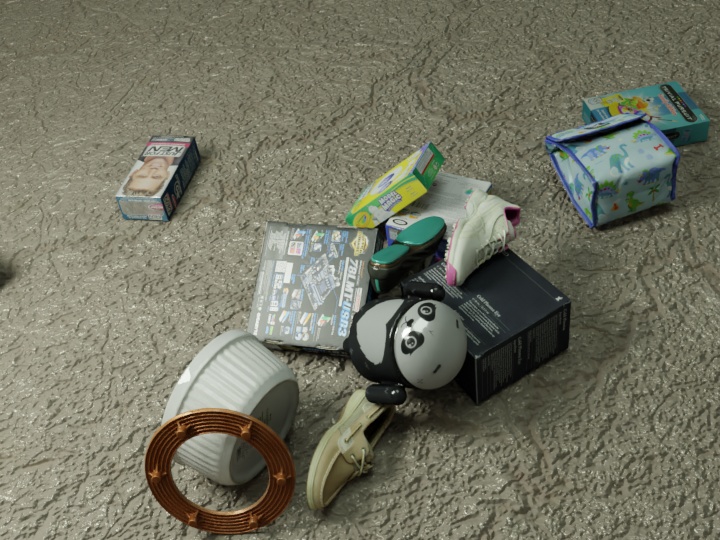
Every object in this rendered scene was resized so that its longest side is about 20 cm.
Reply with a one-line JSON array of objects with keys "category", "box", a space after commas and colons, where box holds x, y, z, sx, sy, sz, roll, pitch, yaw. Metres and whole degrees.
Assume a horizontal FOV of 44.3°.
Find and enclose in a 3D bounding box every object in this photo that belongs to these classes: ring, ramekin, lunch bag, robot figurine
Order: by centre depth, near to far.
[{"category": "ring", "box": [-0.180, 0.263, 1.127, 0.195, 0.205, 0.019, -5, 28, 4]}, {"category": "ramekin", "box": [-0.169, 0.194, 1.210, 0.104, 0.203, 0.200, 27, 52, 21]}, {"category": "robot figurine", "box": [0.059, 0.101, 1.250, 0.123, 0.154, 0.198, -14, 8, -37]}, {"category": "lunch bag", "box": [0.440, -0.198, 1.564, 0.166, 0.129, 0.202, -16, 42, -5]}]

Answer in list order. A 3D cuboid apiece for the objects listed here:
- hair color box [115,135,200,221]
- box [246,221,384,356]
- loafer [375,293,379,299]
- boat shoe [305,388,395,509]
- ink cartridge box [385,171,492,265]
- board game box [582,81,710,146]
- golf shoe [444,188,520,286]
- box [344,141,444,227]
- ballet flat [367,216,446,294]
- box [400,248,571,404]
[{"category": "hair color box", "box": [-0.398, -0.186, 1.756, 0.097, 0.061, 0.202, 2, 44, 13]}, {"category": "box", "box": [-0.072, 0.028, 1.403, 0.194, 0.050, 0.205, 4, 74, 18]}, {"category": "loafer", "box": [0.000, 0.000, 1.482, 0.062, 0.073, 0.201, -16, 40, -14]}, {"category": "boat shoe", "box": [-0.012, 0.246, 1.216, 0.064, 0.073, 0.201, 12, 40, 23]}, {"category": "ink cartridge box", "box": [0.132, -0.080, 1.538, 0.134, 0.078, 0.201, 15, 46, 25]}, {"category": "board game box", "box": [0.551, -0.295, 1.723, 0.195, 0.048, 0.153, -12, 42, -3]}, {"category": "golf shoe", "box": [0.186, -0.049, 1.345, 0.090, 0.076, 0.202, 13, 47, 18]}, {"category": "box", "box": [0.051, -0.136, 1.552, 0.199, 0.048, 0.118, -35, 16, 38]}, {"category": "ballet flat", "box": [0.073, -0.021, 1.407, 0.067, 0.070, 0.199, 16, 33, 33]}, {"category": "box", "box": [0.189, 0.068, 1.348, 0.179, 0.106, 0.200, -27, 45, -18]}]
